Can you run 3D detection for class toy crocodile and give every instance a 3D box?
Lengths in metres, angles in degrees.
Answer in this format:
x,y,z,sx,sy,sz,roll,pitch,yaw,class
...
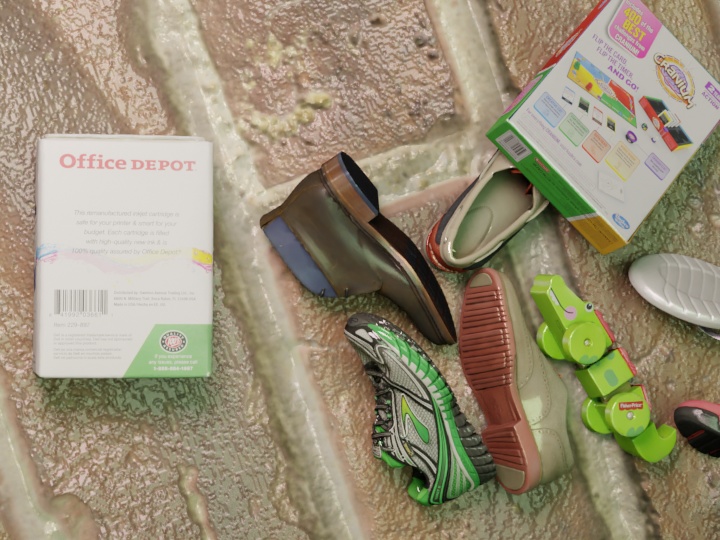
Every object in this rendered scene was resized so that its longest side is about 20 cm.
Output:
x,y,z,sx,sy,sz,roll,pitch,yaw,class
0.214,0.087,1.672,0.062,0.068,0.200,-33,98,-17,toy crocodile

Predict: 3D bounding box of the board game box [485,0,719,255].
x,y,z,sx,sy,sz,roll,pitch,yaw,class
0.224,-0.135,1.661,0.153,0.040,0.200,46,61,-7,board game box

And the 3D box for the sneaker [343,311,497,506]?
x,y,z,sx,sy,sz,roll,pitch,yaw,class
0.040,0.122,1.612,0.085,0.078,0.200,-33,111,-7,sneaker

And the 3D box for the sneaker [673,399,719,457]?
x,y,z,sx,sy,sz,roll,pitch,yaw,class
0.376,0.131,1.714,0.200,0.074,0.087,12,72,-15,sneaker

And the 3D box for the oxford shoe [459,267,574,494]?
x,y,z,sx,sy,sz,roll,pitch,yaw,class
0.140,0.093,1.664,0.074,0.071,0.200,-12,95,-33,oxford shoe

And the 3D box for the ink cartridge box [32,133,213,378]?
x,y,z,sx,sy,sz,roll,pitch,yaw,class
-0.199,-0.011,1.574,0.145,0.088,0.200,0,90,-13,ink cartridge box

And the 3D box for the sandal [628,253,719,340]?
x,y,z,sx,sy,sz,roll,pitch,yaw,class
0.333,0.039,1.704,0.203,0.082,0.050,13,129,-13,sandal

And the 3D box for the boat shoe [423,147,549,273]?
x,y,z,sx,sy,sz,roll,pitch,yaw,class
0.135,-0.075,1.661,0.071,0.063,0.200,46,79,-6,boat shoe

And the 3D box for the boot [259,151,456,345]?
x,y,z,sx,sy,sz,roll,pitch,yaw,class
0.000,0.000,1.640,0.097,0.075,0.200,-31,105,13,boot
